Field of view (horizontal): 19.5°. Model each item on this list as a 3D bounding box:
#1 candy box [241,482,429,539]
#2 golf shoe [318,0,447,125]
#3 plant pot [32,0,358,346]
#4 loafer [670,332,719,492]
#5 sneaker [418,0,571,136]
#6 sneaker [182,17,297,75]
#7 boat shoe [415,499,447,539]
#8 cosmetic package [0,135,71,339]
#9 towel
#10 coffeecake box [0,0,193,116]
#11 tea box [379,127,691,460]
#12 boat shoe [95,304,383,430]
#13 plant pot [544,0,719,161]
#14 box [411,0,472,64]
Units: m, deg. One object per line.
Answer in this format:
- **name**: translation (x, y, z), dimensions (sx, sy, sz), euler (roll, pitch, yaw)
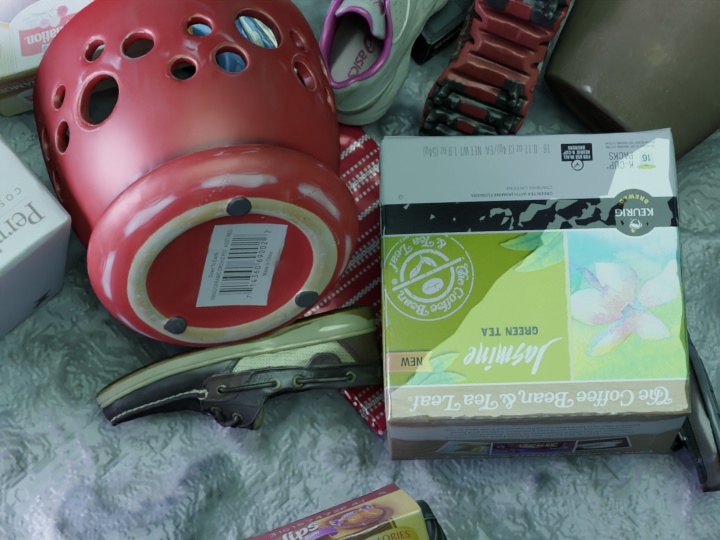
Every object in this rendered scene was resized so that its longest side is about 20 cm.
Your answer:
- **candy box**: translation (0.001, 0.252, 1.350), dimensions (0.116, 0.056, 0.202), euler (-19, 108, -15)
- **golf shoe**: translation (0.023, -0.201, 1.480), dimensions (0.075, 0.092, 0.201), euler (21, 89, 10)
- **plant pot**: translation (-0.106, -0.066, 1.371), dimensions (0.199, 0.201, 0.183), euler (-6, 50, -12)
- **loafer**: translation (0.212, 0.069, 1.495), dimensions (0.063, 0.072, 0.201), euler (-18, 70, 5)
- **sneaker**: translation (0.101, -0.160, 1.503), dimensions (0.070, 0.201, 0.098), euler (24, 28, 1)
- **sneaker**: translation (-0.124, -0.199, 1.505), dimensions (0.089, 0.079, 0.201), euler (-26, 79, -19)
- **boat shoe**: translation (-0.033, 0.209, 1.408), dimensions (0.198, 0.072, 0.071), euler (-14, 59, -17)
- **cosmetic package**: translation (-0.315, -0.033, 1.374), dimensions (0.167, 0.166, 0.200), euler (-41, 84, -19)
- **towel**: translation (0.000, 0.000, 1.495), dimensions (0.144, 0.022, 0.200), euler (-39, 83, -18)
- **coffeecake box**: translation (-0.208, -0.228, 1.470), dimensions (0.152, 0.073, 0.202), euler (-14, 74, 16)
- **tea box**: translation (0.113, 0.019, 1.412), dimensions (0.198, 0.134, 0.199), euler (-2, 74, 1)
- **boat shoe**: translation (-0.080, 0.077, 1.425), dimensions (0.198, 0.073, 0.065), euler (-17, 86, 0)
- **plant pot**: translation (0.226, -0.174, 1.515), dimensions (0.200, 0.200, 0.175), euler (40, 87, 4)
- **box**: translation (0.043, -0.278, 1.574), dimensions (0.159, 0.046, 0.200), euler (-38, 82, -17)
